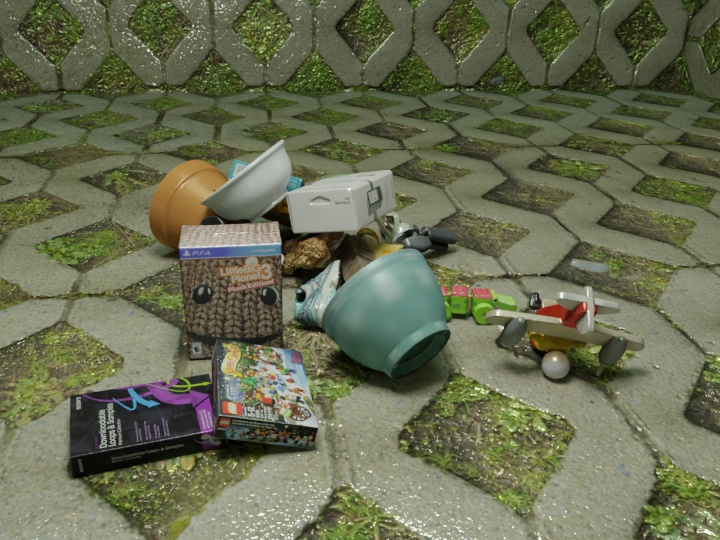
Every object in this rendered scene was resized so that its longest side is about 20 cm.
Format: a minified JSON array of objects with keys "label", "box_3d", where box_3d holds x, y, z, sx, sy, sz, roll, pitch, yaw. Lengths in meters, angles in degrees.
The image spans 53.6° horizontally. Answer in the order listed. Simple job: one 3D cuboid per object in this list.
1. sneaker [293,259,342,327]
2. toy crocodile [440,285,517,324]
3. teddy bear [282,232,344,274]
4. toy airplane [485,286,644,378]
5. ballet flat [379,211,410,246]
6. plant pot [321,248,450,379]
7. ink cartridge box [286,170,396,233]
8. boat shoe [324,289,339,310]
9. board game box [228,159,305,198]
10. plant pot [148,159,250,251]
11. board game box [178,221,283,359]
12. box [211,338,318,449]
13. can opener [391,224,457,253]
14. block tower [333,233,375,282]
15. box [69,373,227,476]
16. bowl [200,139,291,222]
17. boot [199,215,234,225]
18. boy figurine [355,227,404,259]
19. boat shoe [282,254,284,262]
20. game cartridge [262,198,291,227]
[{"label":"sneaker","box_3d":[-0.078,0.037,1.320,0.086,0.078,0.200,0,24,5]},{"label":"toy crocodile","box_3d":[0.187,0.055,1.308,0.199,0.062,0.068,3,25,2]},{"label":"teddy bear","box_3d":[-0.102,-0.041,1.453,0.145,0.067,0.200,-32,13,-29]},{"label":"toy airplane","box_3d":[0.323,0.101,1.126,0.199,0.142,0.199,4,-11,39]},{"label":"ballet flat","box_3d":[0.084,-0.088,1.607,0.069,0.070,0.200,-6,26,-15]},{"label":"plant pot","box_3d":[0.057,0.084,1.120,0.200,0.201,0.134,-18,58,-35]},{"label":"ink cartridge box","box_3d":[-0.034,-0.137,1.413,0.145,0.084,0.200,-1,16,26]},{"label":"boat shoe","box_3d":[0.026,0.030,1.231,0.200,0.065,0.074,-31,76,-25]},{"label":"board game box","box_3d":[-0.189,-0.174,1.560,0.150,0.047,0.200,17,-6,7]},{"label":"plant pot","box_3d":[-0.323,-0.116,1.507,0.140,0.201,0.200,28,34,26]},{"label":"board game box","box_3d":[-0.208,0.032,1.173,0.158,0.201,0.097,-3,25,-9]},{"label":"box","box_3d":[-0.143,0.173,1.025,0.136,0.038,0.200,12,21,-18]},{"label":"can opener","box_3d":[0.143,-0.056,1.511,0.199,0.053,0.067,5,52,-51]},{"label":"block tower","box_3d":[0.000,0.000,1.386,0.054,0.058,0.200,24,20,-26]},{"label":"box","box_3d":[-0.297,0.207,0.986,0.199,0.036,0.143,-9,27,-19]},{"label":"bowl","box_3d":[-0.202,-0.156,1.372,0.201,0.091,0.201,-35,12,9]},{"label":"boot","box_3d":[-0.250,-0.010,1.374,0.069,0.201,0.174,-8,-8,4]},{"label":"boy figurine","box_3d":[0.053,-0.031,1.486,0.124,0.065,0.200,-15,32,-22]},{"label":"boat shoe","box_3d":[-0.204,-0.035,1.454,0.076,0.060,0.200,-43,22,1]},{"label":"game cartridge","box_3d":[-0.156,-0.121,1.564,0.176,0.033,0.200,18,-8,-36]}]
